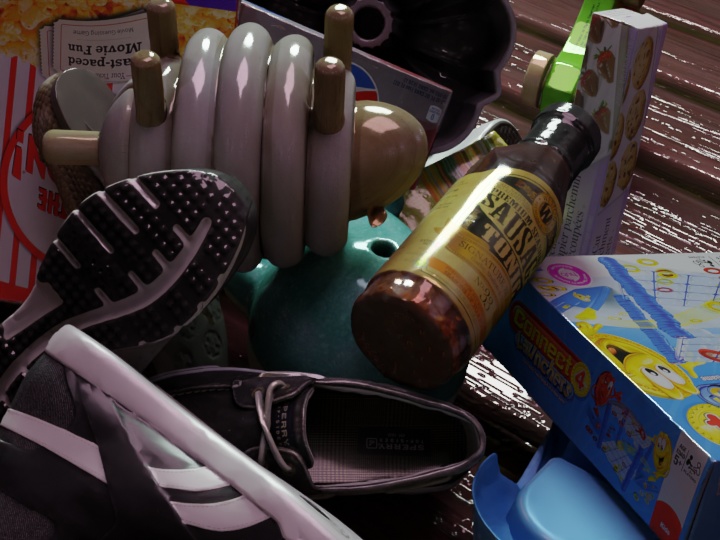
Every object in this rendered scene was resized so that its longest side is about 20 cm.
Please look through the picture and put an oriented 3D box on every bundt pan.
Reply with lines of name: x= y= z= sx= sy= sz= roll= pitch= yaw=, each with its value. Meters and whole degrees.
bundt pan: x=0.005 y=-0.168 z=0.889 sx=0.199 sy=0.205 sz=0.076 roll=11 pitch=6 yaw=-1

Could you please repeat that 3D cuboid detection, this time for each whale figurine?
whale figurine: x=0.000 y=0.000 z=0.750 sx=0.156 sy=0.105 sz=0.202 roll=7 pitch=43 yaw=-9

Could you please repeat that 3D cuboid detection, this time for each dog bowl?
dog bowl: x=0.127 y=0.122 z=0.661 sx=0.110 sy=0.050 sz=0.199 roll=25 pitch=30 yaw=25

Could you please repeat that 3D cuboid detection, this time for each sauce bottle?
sauce bottle: x=0.069 y=-0.023 z=0.679 sx=0.065 sy=0.067 sz=0.200 roll=22 pitch=49 yaw=21

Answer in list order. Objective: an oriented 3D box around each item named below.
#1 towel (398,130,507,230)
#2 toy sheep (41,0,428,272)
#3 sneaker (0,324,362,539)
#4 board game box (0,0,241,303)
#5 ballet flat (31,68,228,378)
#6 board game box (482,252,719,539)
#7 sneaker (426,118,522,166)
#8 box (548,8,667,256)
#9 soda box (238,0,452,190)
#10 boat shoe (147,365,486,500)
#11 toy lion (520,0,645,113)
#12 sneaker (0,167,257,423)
towel: x=0.039 y=-0.025 z=0.852 sx=0.198 sy=0.018 sz=0.086 roll=-28 pitch=65 yaw=-28
toy sheep: x=-0.064 y=-0.065 z=0.661 sx=0.197 sy=0.140 sz=0.138 roll=5 pitch=26 yaw=3
sneaker: x=-0.080 y=0.122 z=0.538 sx=0.199 sy=0.113 sz=0.073 roll=33 pitch=-7 yaw=21
board game box: x=-0.152 y=-0.078 z=0.759 sx=0.149 sy=0.204 sz=0.046 roll=5 pitch=3 yaw=-4
ballet flat: x=-0.131 y=-0.013 z=0.713 sx=0.046 sy=0.202 sz=0.067 roll=-23 pitch=3 yaw=37
board game box: x=0.197 y=0.060 z=0.689 sx=0.197 sy=0.057 sz=0.196 roll=-2 pitch=28 yaw=-26
sneaker: x=0.044 y=-0.045 z=0.953 sx=0.084 sy=0.074 sz=0.199 roll=-13 pitch=16 yaw=43
box: x=0.163 y=-0.075 z=0.884 sx=0.041 sy=0.203 sz=0.038 roll=-16 pitch=34 yaw=-43
soda box: x=-0.045 y=-0.121 z=0.821 sx=0.197 sy=0.071 sz=0.063 roll=22 pitch=9 yaw=-4
boat shoe: x=-0.034 y=0.076 z=0.627 sx=0.197 sy=0.071 sz=0.073 roll=-1 pitch=73 yaw=-13
toy lion: x=0.211 y=-0.185 z=1.174 sx=0.068 sy=0.192 sz=0.202 roll=20 pitch=68 yaw=17
sneaker: x=-0.120 y=0.015 z=0.630 sx=0.074 sy=0.199 sz=0.080 roll=55 pitch=27 yaw=4
